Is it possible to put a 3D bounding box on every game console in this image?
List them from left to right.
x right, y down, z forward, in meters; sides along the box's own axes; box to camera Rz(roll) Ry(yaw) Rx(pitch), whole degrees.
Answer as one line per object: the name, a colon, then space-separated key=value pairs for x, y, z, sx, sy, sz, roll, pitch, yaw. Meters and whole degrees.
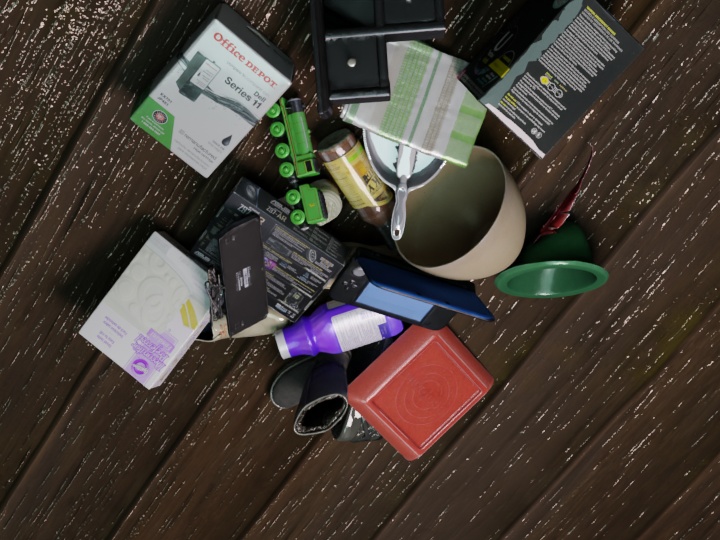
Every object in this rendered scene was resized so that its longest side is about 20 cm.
game console: x=0.071 y=0.052 z=1.709 sx=0.200 sy=0.119 sz=0.171 roll=18 pitch=137 yaw=-18

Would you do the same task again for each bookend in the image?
bookend: x=0.034 y=-0.316 z=1.578 sx=0.198 sy=0.092 sz=0.201 roll=-3 pitch=93 yaw=2

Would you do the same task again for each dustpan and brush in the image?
dustpan and brush: x=0.065 y=-0.147 z=1.703 sx=0.139 sy=0.057 sz=0.201 roll=7 pitch=104 yaw=-2

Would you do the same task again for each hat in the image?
hat: x=0.301 y=-0.066 z=1.791 sx=0.200 sy=0.177 sz=0.166 roll=-12 pitch=158 yaw=31

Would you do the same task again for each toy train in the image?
toy train: x=-0.091 y=-0.160 z=1.691 sx=0.056 sy=0.042 sz=0.201 roll=-13 pitch=88 yaw=13

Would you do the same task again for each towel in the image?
towel: x=0.084 y=-0.249 z=1.665 sx=0.200 sy=0.031 sz=0.150 roll=21 pitch=90 yaw=-13

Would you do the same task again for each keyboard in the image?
keyboard: x=-0.192 y=0.008 z=1.732 sx=0.104 sy=0.040 sz=0.200 roll=-27 pitch=135 yaw=-30

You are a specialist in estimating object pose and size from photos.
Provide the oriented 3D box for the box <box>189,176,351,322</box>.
box: x=-0.139 y=-0.029 z=1.760 sx=0.200 sy=0.044 sz=0.160 roll=33 pitch=131 yaw=-9

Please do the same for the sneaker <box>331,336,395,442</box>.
sneaker: x=0.034 y=0.195 z=1.913 sx=0.114 sy=0.076 sz=0.200 roll=12 pitch=104 yaw=-29

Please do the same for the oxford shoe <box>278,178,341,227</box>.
oxford shoe: x=-0.110 y=-0.085 z=1.772 sx=0.200 sy=0.058 sz=0.075 roll=-21 pitch=123 yaw=28

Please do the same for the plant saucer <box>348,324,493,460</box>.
plant saucer: x=0.102 y=0.196 z=1.877 sx=0.200 sy=0.037 sz=0.200 roll=-43 pitch=121 yaw=0

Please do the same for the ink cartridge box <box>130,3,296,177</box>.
ink cartridge box: x=-0.210 y=-0.257 z=1.660 sx=0.146 sy=0.083 sz=0.200 roll=38 pitch=112 yaw=-19

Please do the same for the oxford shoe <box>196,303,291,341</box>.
oxford shoe: x=-0.210 y=0.088 z=1.852 sx=0.199 sy=0.074 sz=0.071 roll=-3 pitch=119 yaw=2

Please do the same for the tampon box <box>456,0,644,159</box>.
tampon box: x=0.255 y=-0.283 z=1.586 sx=0.126 sy=0.150 sz=0.200 roll=39 pitch=101 yaw=-19

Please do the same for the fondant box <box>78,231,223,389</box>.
fondant box: x=-0.315 y=0.061 z=1.791 sx=0.144 sy=0.058 sz=0.200 roll=38 pitch=95 yaw=4

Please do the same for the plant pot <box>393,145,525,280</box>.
plant pot: x=0.167 y=-0.066 z=1.716 sx=0.200 sy=0.201 sz=0.134 roll=-38 pitch=134 yaw=19

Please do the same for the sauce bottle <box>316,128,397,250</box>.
sauce bottle: x=0.010 y=-0.119 z=1.745 sx=0.065 sy=0.065 sz=0.200 roll=-28 pitch=116 yaw=15

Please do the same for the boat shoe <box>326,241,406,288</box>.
boat shoe: x=0.000 y=0.000 z=1.804 sx=0.199 sy=0.069 sz=0.074 roll=-6 pitch=119 yaw=5

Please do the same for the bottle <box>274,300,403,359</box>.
bottle: x=-0.035 y=0.089 z=1.842 sx=0.199 sy=0.065 sz=0.084 roll=-18 pitch=120 yaw=1

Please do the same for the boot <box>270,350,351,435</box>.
boot: x=-0.083 y=0.205 z=1.842 sx=0.073 sy=0.200 sz=0.182 roll=40 pitch=112 yaw=-20
